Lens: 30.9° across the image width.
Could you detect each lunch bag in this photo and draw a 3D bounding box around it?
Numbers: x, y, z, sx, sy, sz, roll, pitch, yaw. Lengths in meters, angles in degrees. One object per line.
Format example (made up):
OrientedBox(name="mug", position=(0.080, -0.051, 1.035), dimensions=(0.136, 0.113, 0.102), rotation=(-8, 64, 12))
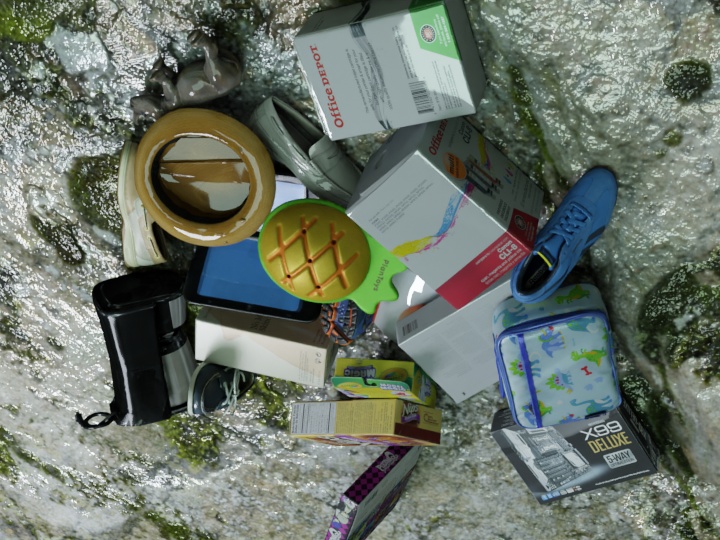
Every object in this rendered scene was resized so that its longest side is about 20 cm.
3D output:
OrientedBox(name="lunch bag", position=(0.259, 0.120, 1.739), dimensions=(0.160, 0.083, 0.201), rotation=(-11, 129, 6))

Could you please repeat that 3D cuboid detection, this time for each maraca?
OrientedBox(name="maraca", position=(-0.037, -0.018, 1.694), dimensions=(0.199, 0.107, 0.138), rotation=(19, 111, 2))

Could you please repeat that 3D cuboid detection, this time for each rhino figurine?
OrientedBox(name="rhino figurine", position=(-0.235, -0.237, 1.702), dimensions=(0.200, 0.060, 0.087), rotation=(-30, 121, 36))

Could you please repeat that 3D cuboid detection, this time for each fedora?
OrientedBox(name="fedora", position=(-0.199, -0.129, 1.726), dimensions=(0.199, 0.082, 0.202), rotation=(5, 109, 14))

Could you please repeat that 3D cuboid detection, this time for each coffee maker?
OrientedBox(name="coffee maker", position=(-0.333, 0.119, 1.915), dimensions=(0.134, 0.192, 0.201), rotation=(21, 129, 43))

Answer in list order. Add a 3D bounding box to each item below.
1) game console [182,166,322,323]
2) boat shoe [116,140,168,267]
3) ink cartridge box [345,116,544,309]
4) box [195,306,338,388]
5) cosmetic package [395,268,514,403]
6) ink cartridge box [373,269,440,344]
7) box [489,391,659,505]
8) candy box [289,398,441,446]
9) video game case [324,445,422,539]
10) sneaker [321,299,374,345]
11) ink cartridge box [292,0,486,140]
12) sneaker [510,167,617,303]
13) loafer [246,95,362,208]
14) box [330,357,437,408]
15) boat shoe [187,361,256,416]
OrientedBox(name="game console", position=(-0.140, -0.043, 1.782), dimensions=(0.199, 0.117, 0.177), rotation=(9, 128, 10))
OrientedBox(name="boat shoe", position=(-0.303, -0.094, 1.830), dimensions=(0.066, 0.074, 0.201), rotation=(2, 129, 0))
OrientedBox(name="ink cartridge box", position=(0.109, -0.087, 1.654), dimensions=(0.200, 0.146, 0.145), rotation=(39, 126, -14))
OrientedBox(name="box", position=(-0.135, 0.095, 1.900), dimensions=(0.199, 0.095, 0.078), rotation=(11, 127, 7))
OrientedBox(name="cosmetic package", position=(0.171, 0.082, 1.780), dimensions=(0.199, 0.052, 0.151), rotation=(-31, 124, 19))
OrientedBox(name="ink cartridge box", position=(0.054, 0.027, 1.820), dimensions=(0.199, 0.050, 0.163), rotation=(17, 128, 0))
OrientedBox(name="box", position=(0.315, 0.251, 1.908), dimensions=(0.199, 0.050, 0.158), rotation=(-21, 117, 29))
OrientedBox(name="candy box", position=(0.007, 0.226, 1.916), dimensions=(0.199, 0.057, 0.116), rotation=(-5, 163, 39))
OrientedBox(name="video game case", position=(0.016, 0.350, 1.979), dimensions=(0.036, 0.200, 0.182), rotation=(32, 131, 17))
OrientedBox(name="sneaker", position=(0.000, 0.000, 1.778), dimensions=(0.075, 0.078, 0.201), rotation=(26, 112, 26))
OrientedBox(name="ink cartridge box", position=(0.037, -0.254, 1.588), dimensions=(0.199, 0.083, 0.147), rotation=(-8, 119, 22))
OrientedBox(name="sneaker", position=(0.259, -0.042, 1.640), dimensions=(0.066, 0.078, 0.201), rotation=(36, 96, 10))
OrientedBox(name="loafer", position=(-0.058, -0.152, 1.706), dimensions=(0.200, 0.070, 0.070), rotation=(35, 135, -9))
OrientedBox(name="box", position=(0.034, 0.161, 1.855), dimensions=(0.117, 0.049, 0.200), rotation=(3, 168, 14))
OrientedBox(name="boat shoe", position=(-0.204, 0.174, 1.921), dimensions=(0.061, 0.200, 0.075), rotation=(12, 94, 10))
